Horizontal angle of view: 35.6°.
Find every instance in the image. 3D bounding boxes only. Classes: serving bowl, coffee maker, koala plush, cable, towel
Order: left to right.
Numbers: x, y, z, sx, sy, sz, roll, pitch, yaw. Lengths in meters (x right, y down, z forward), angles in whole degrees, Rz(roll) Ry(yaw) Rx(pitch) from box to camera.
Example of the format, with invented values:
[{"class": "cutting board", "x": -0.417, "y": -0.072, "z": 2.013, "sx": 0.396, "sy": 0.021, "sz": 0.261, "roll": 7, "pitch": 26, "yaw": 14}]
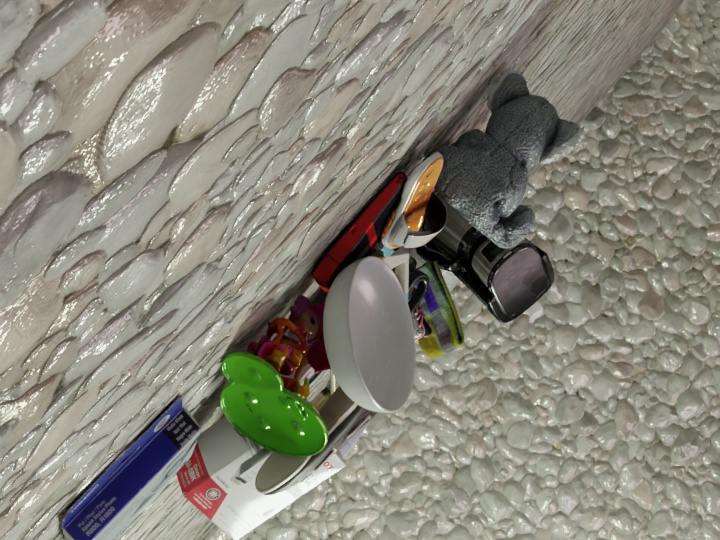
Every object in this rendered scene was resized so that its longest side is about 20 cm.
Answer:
[{"class": "serving bowl", "x": 0.003, "y": 0.086, "z": 1.451, "sx": 0.065, "sy": 0.202, "sz": 0.200, "roll": -11, "pitch": -169, "yaw": 25}, {"class": "cable", "x": 0.041, "y": 0.092, "z": 1.690, "sx": 0.097, "sy": 0.050, "sz": 0.202, "roll": 4, "pitch": 104, "yaw": -41}, {"class": "towel", "x": 0.110, "y": 0.065, "z": 1.770, "sx": 0.023, "sy": 0.145, "sz": 0.200, "roll": -20, "pitch": 176, "yaw": -15}, {"class": "coffee maker", "x": 0.203, "y": -0.025, "z": 1.742, "sx": 0.191, "sy": 0.200, "sz": 0.135, "roll": 22, "pitch": 109, "yaw": -48}, {"class": "koala plush", "x": 0.200, "y": -0.161, "z": 1.548, "sx": 0.200, "sy": 0.178, "sz": 0.184, "roll": -46, "pitch": 162, "yaw": 10}]

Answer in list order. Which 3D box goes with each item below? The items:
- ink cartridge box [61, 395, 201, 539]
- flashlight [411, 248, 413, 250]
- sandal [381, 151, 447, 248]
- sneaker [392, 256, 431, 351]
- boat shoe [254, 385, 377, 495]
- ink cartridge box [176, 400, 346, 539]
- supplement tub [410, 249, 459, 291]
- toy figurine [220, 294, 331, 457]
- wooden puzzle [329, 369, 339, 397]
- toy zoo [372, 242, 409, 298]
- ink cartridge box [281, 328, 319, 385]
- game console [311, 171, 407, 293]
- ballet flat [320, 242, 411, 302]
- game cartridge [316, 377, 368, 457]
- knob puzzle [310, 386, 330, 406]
[{"class": "ink cartridge box", "x": -0.273, "y": 0.257, "z": 1.346, "sx": 0.200, "sy": 0.041, "sz": 0.200, "roll": -46, "pitch": 173, "yaw": -24}, {"class": "flashlight", "x": 0.061, "y": -0.023, "z": 1.826, "sx": 0.200, "sy": 0.068, "sz": 0.068, "roll": -50, "pitch": 174, "yaw": 0}, {"class": "sandal", "x": 0.081, "y": -0.074, "z": 1.481, "sx": 0.079, "sy": 0.059, "sz": 0.207, "roll": -38, "pitch": 164, "yaw": -25}, {"class": "sneaker", "x": 0.071, "y": 0.065, "z": 1.752, "sx": 0.079, "sy": 0.095, "sz": 0.201, "roll": -65, "pitch": 171, "yaw": -54}, {"class": "boat shoe", "x": -0.055, "y": 0.234, "z": 1.499, "sx": 0.200, "sy": 0.057, "sz": 0.067, "roll": -46, "pitch": -145, "yaw": 5}, {"class": "ink cartridge box", "x": -0.142, "y": 0.267, "z": 1.580, "sx": 0.199, "sy": 0.083, "sz": 0.147, "roll": -35, "pitch": 131, "yaw": 3}, {"class": "supplement tub", "x": 0.127, "y": -0.027, "z": 1.954, "sx": 0.200, "sy": 0.132, "sz": 0.132, "roll": -52, "pitch": 172, "yaw": 29}, {"class": "toy figurine", "x": -0.087, "y": 0.108, "z": 1.461, "sx": 0.185, "sy": 0.149, "sz": 0.201, "roll": -64, "pitch": 145, "yaw": -38}, {"class": "wooden puzzle", "x": -0.014, "y": 0.120, "z": 1.746, "sx": 0.201, "sy": 0.046, "sz": 0.186, "roll": 98, "pitch": 3, "yaw": -50}, {"class": "toy zoo", "x": 0.026, "y": 0.056, "z": 1.592, "sx": 0.131, "sy": 0.020, "sz": 0.202, "roll": -28, "pitch": 124, "yaw": -49}, {"class": "ink cartridge box", "x": -0.103, "y": 0.145, "z": 1.696, "sx": 0.117, "sy": 0.067, "sz": 0.200, "roll": -47, "pitch": 173, "yaw": -3}, {"class": "game console", "x": 0.003, "y": -0.047, "z": 1.515, "sx": 0.177, "sy": 0.031, "sz": 0.200, "roll": -53, "pitch": 174, "yaw": -4}, {"class": "ballet flat", "x": 0.000, "y": 0.000, "z": 1.654, "sx": 0.200, "sy": 0.067, "sz": 0.064, "roll": -47, "pitch": 146, "yaw": -24}, {"class": "game cartridge", "x": -0.027, "y": 0.224, "z": 1.810, "sx": 0.133, "sy": 0.041, "sz": 0.201, "roll": -3, "pitch": -132, "yaw": 51}, {"class": "knob puzzle", "x": -0.129, "y": 0.255, "z": 1.746, "sx": 0.220, "sy": 0.030, "sz": 0.220, "roll": -47, "pitch": 177, "yaw": -3}]
